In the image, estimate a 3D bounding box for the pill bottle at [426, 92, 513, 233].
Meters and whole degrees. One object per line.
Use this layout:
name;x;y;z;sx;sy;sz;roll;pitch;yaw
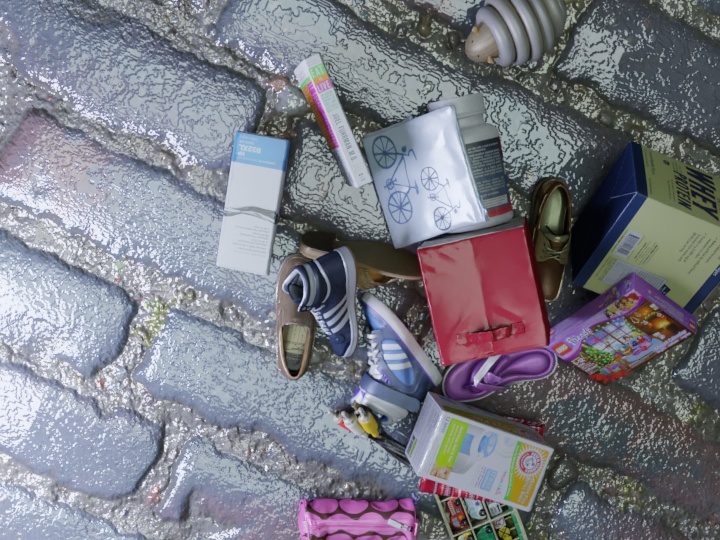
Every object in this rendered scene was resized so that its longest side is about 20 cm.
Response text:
pill bottle;0.166;-0.169;1.535;0.117;0.120;0.204;-12;98;-4

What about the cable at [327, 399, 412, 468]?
cable;0.020;0.274;1.586;0.201;0.096;0.051;51;51;-32

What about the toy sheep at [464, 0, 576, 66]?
toy sheep;0.249;-0.384;1.512;0.198;0.138;0.139;-33;98;-1

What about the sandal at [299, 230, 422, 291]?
sandal;0.001;-0.003;1.577;0.208;0.078;0.070;14;127;0

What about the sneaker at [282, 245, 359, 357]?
sneaker;-0.062;0.062;1.525;0.107;0.070;0.203;-19;129;-25

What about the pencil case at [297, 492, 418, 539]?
pencil case;-0.004;0.411;1.599;0.196;0.094;0.093;-1;97;-4

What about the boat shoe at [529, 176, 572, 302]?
boat shoe;0.305;-0.048;1.584;0.074;0.074;0.204;0;96;-5

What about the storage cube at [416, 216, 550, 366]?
storage cube;0.193;0.027;1.515;0.168;0.200;0.183;-12;96;12

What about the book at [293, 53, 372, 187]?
book;-0.040;-0.226;1.503;0.047;0.134;0.203;-23;98;-2

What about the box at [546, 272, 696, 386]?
box;0.411;0.099;1.557;0.136;0.039;0.200;32;135;-16

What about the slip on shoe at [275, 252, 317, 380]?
slip on shoe;-0.103;0.075;1.567;0.075;0.061;0.204;7;96;-6

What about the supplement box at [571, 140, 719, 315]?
supplement box;0.461;-0.054;1.524;0.197;0.135;0.201;21;132;-7

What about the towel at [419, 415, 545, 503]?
towel;0.200;0.308;1.614;0.196;0.022;0.147;9;96;-7

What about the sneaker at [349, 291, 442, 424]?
sneaker;0.025;0.153;1.578;0.146;0.081;0.201;-40;104;-4

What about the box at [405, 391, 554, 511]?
box;0.186;0.284;1.543;0.197;0.101;0.114;21;96;-12

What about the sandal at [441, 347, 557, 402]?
sandal;0.230;0.164;1.613;0.199;0.050;0.084;-17;98;-3

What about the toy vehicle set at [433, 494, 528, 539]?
toy vehicle set;0.194;0.392;1.648;0.123;0.027;0.203;-22;98;-3

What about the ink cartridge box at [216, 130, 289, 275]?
ink cartridge box;-0.163;-0.105;1.499;0.082;0.145;0.204;9;96;-5

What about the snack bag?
snack bag;0.098;-0.146;1.511;0.021;0.198;0.192;-19;92;-46
